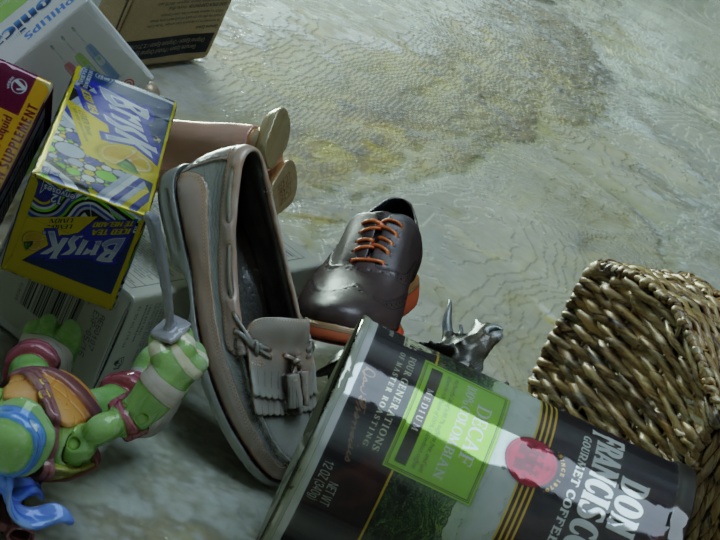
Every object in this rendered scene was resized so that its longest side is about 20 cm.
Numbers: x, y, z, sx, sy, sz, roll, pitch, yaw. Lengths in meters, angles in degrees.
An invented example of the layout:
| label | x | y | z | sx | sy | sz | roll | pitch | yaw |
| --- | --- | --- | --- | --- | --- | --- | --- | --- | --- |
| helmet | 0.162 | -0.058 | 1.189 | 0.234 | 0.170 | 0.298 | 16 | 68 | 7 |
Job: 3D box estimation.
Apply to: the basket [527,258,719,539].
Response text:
| label | x | y | z | sx | sy | sz | roll | pitch | yaw |
| --- | --- | --- | --- | --- | --- | --- | --- | --- | --- |
| basket | 0.232 | 0.087 | 1.578 | 0.149 | 0.143 | 0.200 | 13 | 24 | -29 |

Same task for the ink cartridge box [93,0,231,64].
| label | x | y | z | sx | sy | sz | roll | pitch | yaw |
| --- | --- | --- | --- | --- | --- | --- | --- | --- | --- |
| ink cartridge box | -0.230 | -0.247 | 1.933 | 0.200 | 0.075 | 0.165 | 35 | 24 | 20 |

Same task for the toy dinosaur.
| label | x | y | z | sx | sy | sz | roll | pitch | yaw |
| --- | --- | --- | --- | --- | --- | --- | --- | --- | --- |
| toy dinosaur | 0.025 | 0.078 | 1.488 | 0.200 | 0.077 | 0.102 | -4 | 24 | -44 |

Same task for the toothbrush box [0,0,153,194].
| label | x | y | z | sx | sy | sz | roll | pitch | yaw |
| --- | --- | --- | --- | --- | --- | --- | --- | --- | --- |
| toothbrush box | -0.250 | -0.152 | 1.556 | 0.086 | 0.146 | 0.200 | 50 | -2 | -42 |

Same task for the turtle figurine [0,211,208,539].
| label | x | y | z | sx | sy | sz | roll | pitch | yaw |
| --- | --- | --- | --- | --- | --- | --- | --- | --- | --- |
| turtle figurine | -0.150 | 0.032 | 1.225 | 0.144 | 0.200 | 0.194 | -15 | -2 | 5 |

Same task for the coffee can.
| label | x | y | z | sx | sy | sz | roll | pitch | yaw |
| --- | --- | --- | --- | --- | --- | --- | --- | --- | --- |
| coffee can | 0.060 | 0.132 | 1.268 | 0.200 | 0.147 | 0.146 | 25 | 21 | -1 |

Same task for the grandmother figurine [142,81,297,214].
| label | x | y | z | sx | sy | sz | roll | pitch | yaw |
| --- | --- | --- | --- | --- | --- | --- | --- | --- | --- |
| grandmother figurine | -0.143 | -0.076 | 1.578 | 0.200 | 0.122 | 0.061 | 8 | 26 | 20 |

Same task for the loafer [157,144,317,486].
| label | x | y | z | sx | sy | sz | roll | pitch | yaw |
| --- | --- | --- | --- | --- | --- | --- | --- | --- | --- |
| loafer | -0.062 | 0.023 | 1.362 | 0.072 | 0.063 | 0.200 | -1 | 69 | -57 |

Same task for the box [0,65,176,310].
| label | x | y | z | sx | sy | sz | roll | pitch | yaw |
| --- | --- | --- | --- | --- | --- | --- | --- | --- | --- |
| box | -0.156 | -0.053 | 1.368 | 0.070 | 0.064 | 0.200 | 21 | 21 | -8 |

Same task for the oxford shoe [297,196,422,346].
| label | x | y | z | sx | sy | sz | roll | pitch | yaw |
| --- | --- | --- | --- | --- | --- | --- | --- | --- | --- |
| oxford shoe | 0.000 | 0.000 | 1.465 | 0.071 | 0.073 | 0.200 | 11 | 14 | 5 |

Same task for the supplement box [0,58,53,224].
| label | x | y | z | sx | sy | sz | roll | pitch | yaw |
| --- | --- | --- | --- | --- | --- | --- | --- | --- | --- |
| supplement box | -0.297 | -0.094 | 1.400 | 0.200 | 0.111 | 0.086 | 24 | -18 | -3 |

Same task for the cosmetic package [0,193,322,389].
| label | x | y | z | sx | sy | sz | roll | pitch | yaw |
| --- | --- | --- | --- | --- | --- | --- | --- | --- | --- |
| cosmetic package | -0.126 | 0.008 | 1.446 | 0.103 | 0.073 | 0.200 | 36 | 22 | 25 |
